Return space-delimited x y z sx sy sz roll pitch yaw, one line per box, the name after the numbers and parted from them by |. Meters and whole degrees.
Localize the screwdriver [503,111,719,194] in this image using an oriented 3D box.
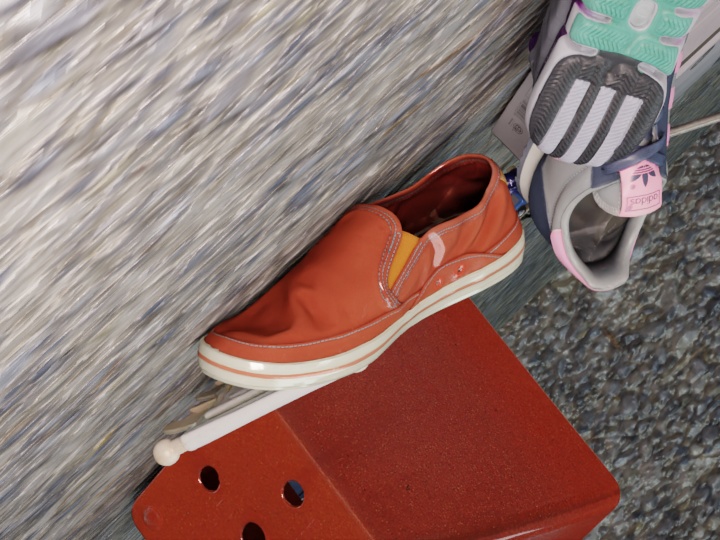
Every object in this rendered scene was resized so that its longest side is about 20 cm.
0.109 -0.052 1.190 0.199 0.028 0.029 -14 132 -6 | screwdriver

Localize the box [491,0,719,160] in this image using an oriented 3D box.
0.173 -0.137 1.271 0.200 0.060 0.117 -42 173 -27 | box

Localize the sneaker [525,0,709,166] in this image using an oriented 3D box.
0.121 -0.145 0.971 0.200 0.074 0.088 -59 -157 29 | sneaker

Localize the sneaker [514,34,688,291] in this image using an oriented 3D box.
0.130 -0.074 1.092 0.070 0.082 0.200 -10 142 -16 | sneaker

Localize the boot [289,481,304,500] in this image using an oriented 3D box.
-0.015 0.083 1.476 0.090 0.073 0.200 -9 136 -37 | boot

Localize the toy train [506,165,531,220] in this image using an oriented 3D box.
0.047 0.004 1.523 0.200 0.034 0.046 -45 162 14 | toy train

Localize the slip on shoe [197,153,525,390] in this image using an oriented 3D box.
0.000 0.000 1.083 0.200 0.074 0.061 -29 122 -35 | slip on shoe

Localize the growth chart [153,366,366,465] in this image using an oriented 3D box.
-0.020 0.035 1.177 0.144 0.018 0.200 -26 -171 30 | growth chart

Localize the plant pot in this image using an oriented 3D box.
-0.010 0.133 1.324 0.176 0.200 0.200 -18 155 -53 | plant pot
